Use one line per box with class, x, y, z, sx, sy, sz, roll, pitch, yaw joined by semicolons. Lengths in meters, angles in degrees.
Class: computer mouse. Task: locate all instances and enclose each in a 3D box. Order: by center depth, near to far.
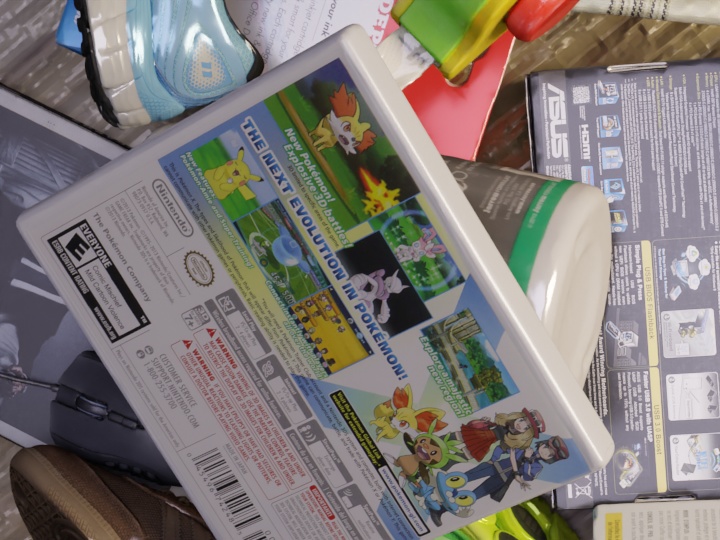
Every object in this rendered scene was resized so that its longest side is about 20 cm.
computer mouse;-0.148;0.053;1.050;0.199;0.034;0.059;16;93;7

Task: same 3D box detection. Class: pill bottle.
pill bottle;0.000;0.000;0.984;0.199;0.113;0.114;12;91;18

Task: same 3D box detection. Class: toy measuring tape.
toy measuring tape;0.031;-0.104;0.921;0.200;0.074;0.074;-41;84;-7

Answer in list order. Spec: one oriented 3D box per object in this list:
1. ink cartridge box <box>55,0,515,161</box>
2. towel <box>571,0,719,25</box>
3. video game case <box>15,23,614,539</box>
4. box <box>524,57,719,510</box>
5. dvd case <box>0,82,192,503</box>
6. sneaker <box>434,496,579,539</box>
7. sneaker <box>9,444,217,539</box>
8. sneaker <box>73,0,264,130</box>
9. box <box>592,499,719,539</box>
ink cartridge box;-0.024;-0.125;1.043;0.199;0.067;0.117;19;90;7
towel;0.111;-0.199;1.011;0.199;0.035;0.193;2;65;1
video game case;-0.021;0.025;0.925;0.182;0.022;0.200;-26;100;30
box;0.160;0.004;1.028;0.161;0.049;0.201;-5;89;9
dvd case;-0.138;0.011;1.078;0.199;0.025;0.151;26;93;8
sneaker;0.033;0.126;1.041;0.200;0.074;0.084;42;123;1
sneaker;-0.072;0.140;1.027;0.200;0.071;0.075;42;59;17
sneaker;-0.085;-0.164;0.993;0.090;0.078;0.201;-8;89;-10
box;0.200;0.138;0.975;0.199;0.082;0.049;-3;119;8
